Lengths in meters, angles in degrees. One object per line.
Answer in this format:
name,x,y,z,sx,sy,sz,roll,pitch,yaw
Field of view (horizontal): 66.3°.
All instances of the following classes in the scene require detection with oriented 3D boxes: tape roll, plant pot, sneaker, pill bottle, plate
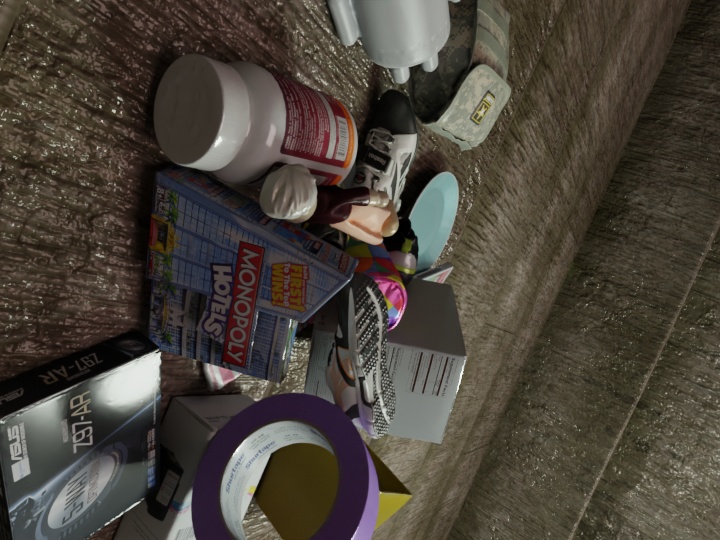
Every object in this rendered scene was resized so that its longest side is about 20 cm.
tape roll,-0.080,0.242,0.602,0.201,0.197,0.066,-50,148,-23
plant pot,-0.057,0.377,0.945,0.177,0.199,0.200,-49,150,-3
sneaker,0.062,-0.042,0.839,0.200,0.070,0.085,-105,-148,-73
pill bottle,-0.095,-0.138,0.545,0.198,0.108,0.112,-3,115,-59
sneaker,-0.011,0.097,0.619,0.073,0.078,0.205,-36,129,-50
sneaker,-0.041,-0.060,0.699,0.074,0.083,0.204,34,73,-47
plate,0.122,-0.086,1.015,0.199,0.025,0.204,-40,143,-39
sneaker,0.027,-0.148,0.781,0.088,0.073,0.204,-31,137,-48

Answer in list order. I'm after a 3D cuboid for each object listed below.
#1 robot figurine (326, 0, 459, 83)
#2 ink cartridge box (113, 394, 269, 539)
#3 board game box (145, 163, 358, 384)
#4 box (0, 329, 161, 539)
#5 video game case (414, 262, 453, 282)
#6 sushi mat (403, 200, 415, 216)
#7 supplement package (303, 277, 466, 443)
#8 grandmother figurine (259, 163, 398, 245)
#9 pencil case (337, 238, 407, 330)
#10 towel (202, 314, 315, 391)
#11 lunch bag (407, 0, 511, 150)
robot figurine,0.044,-0.321,0.632,0.166,0.114,0.201,-25,144,-1
ink cartridge box,-0.203,0.269,0.709,0.145,0.082,0.204,19,95,-60
board game box,-0.109,0.020,0.550,0.062,0.195,0.205,-66,170,-69
box,-0.279,0.180,0.552,0.159,0.043,0.205,-24,132,-51
video game case,0.100,0.059,1.084,0.198,0.017,0.145,-18,144,-53
sushi mat,0.052,-0.026,0.981,0.201,0.012,0.097,-53,148,-23
supplement package,0.029,0.109,0.784,0.192,0.194,0.150,-83,-177,-64
grandmother figurine,-0.027,-0.063,0.563,0.199,0.119,0.062,4,72,-60
pencil case,0.000,0.000,0.721,0.086,0.201,0.090,-5,121,-8
towel,-0.127,0.052,0.724,0.199,0.029,0.149,-36,140,-42
lunch bag,0.143,-0.285,0.781,0.163,0.115,0.206,0,94,-58
